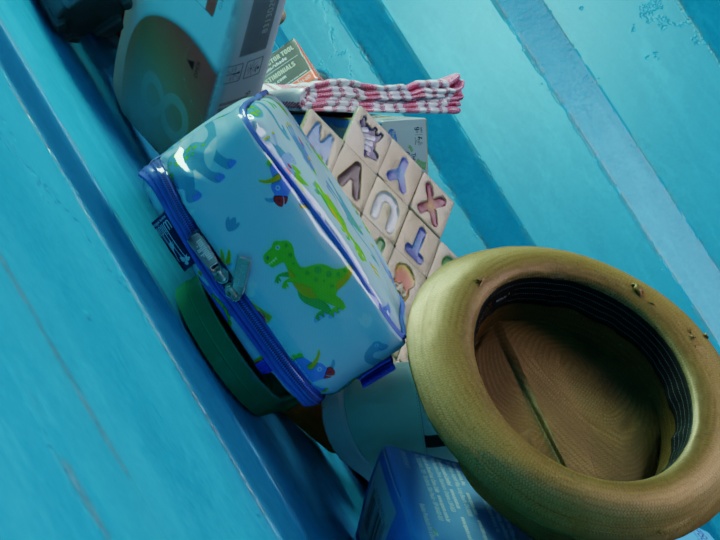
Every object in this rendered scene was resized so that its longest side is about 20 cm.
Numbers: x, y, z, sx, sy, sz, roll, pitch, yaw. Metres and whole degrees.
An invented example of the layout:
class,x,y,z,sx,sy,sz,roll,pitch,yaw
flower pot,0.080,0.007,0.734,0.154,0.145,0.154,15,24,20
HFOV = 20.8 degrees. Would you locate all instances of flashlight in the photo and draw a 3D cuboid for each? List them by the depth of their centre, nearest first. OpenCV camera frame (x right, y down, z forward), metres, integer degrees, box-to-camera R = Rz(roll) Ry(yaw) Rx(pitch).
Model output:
class,x,y,z,sx,sy,sz,roll,pitch,yaw
flashlight,-0.204,-0.236,1.189,0.201,0.067,0.068,63,-32,18

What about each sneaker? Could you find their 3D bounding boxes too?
class,x,y,z,sx,sy,sz,roll,pitch,yaw
sneaker,0.070,0.105,1.159,0.200,0.117,0.074,41,42,-56

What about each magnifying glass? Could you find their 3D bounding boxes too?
class,x,y,z,sx,sy,sz,roll,pitch,yaw
magnifying glass,-0.048,0.060,1.086,0.080,0.022,0.200,60,5,30

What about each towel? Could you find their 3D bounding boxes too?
class,x,y,z,sx,sy,sz,roll,pitch,yaw
towel,-0.035,-0.131,1.427,0.199,0.145,0.030,-5,98,-51

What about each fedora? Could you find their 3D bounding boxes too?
class,x,y,z,sx,sy,sz,roll,pitch,yaw
fedora,0.104,0.077,1.019,0.201,0.199,0.082,61,-35,36

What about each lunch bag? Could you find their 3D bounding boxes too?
class,x,y,z,sx,sy,sz,roll,pitch,yaw
lunch bag,-0.040,-0.012,1.059,0.161,0.082,0.200,54,5,-6

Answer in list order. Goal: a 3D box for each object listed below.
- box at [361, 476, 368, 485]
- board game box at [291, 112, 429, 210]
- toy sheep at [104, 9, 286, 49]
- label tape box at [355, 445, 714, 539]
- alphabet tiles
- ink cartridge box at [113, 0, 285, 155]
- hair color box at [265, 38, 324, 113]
class,x,y,z,sx,sy,sz,roll,pitch,yaw
box,0.021,0.113,1.329,0.137,0.039,0.200,56,5,-14
board game box,-0.004,-0.043,1.390,0.200,0.034,0.136,-163,-111,-68
toy sheep,-0.119,-0.196,1.305,0.139,0.137,0.200,57,-33,1
label tape box,0.105,0.168,1.040,0.198,0.067,0.143,16,16,-12
alphabet tiles,0.000,0.000,1.228,0.166,0.006,0.201,45,49,-28
ink cartridge box,-0.130,-0.176,1.186,0.200,0.050,0.163,44,-43,25
hair color box,-0.042,-0.089,1.633,0.200,0.101,0.061,51,7,-46
